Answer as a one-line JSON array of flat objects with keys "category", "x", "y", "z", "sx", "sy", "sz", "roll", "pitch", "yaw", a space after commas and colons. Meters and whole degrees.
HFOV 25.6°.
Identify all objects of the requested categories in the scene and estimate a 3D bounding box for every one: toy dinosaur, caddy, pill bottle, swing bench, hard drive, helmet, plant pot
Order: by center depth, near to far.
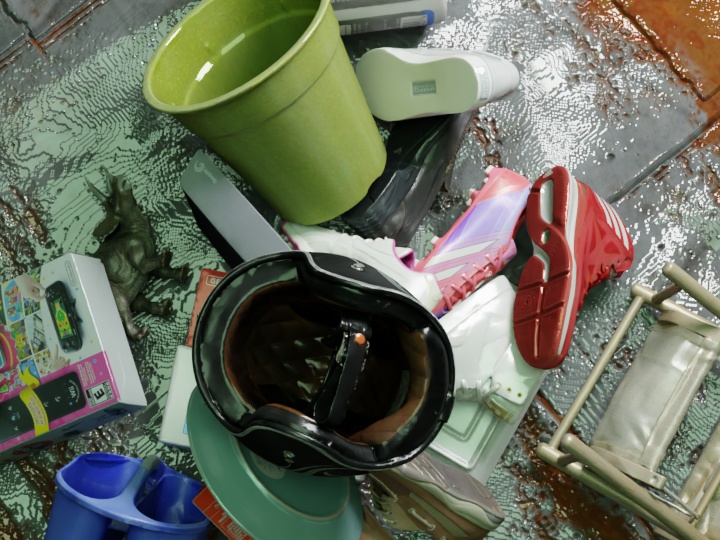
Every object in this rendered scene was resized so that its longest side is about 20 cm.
[{"category": "helmet", "x": -0.035, "y": 0.077, "z": 1.315, "sx": 0.198, "sy": 0.190, "sz": 0.202, "roll": -5, "pitch": 99, "yaw": -34}, {"category": "caddy", "x": -0.203, "y": 0.216, "z": 1.416, "sx": 0.140, "sy": 0.200, "sz": 0.106, "roll": 19, "pitch": 95, "yaw": 2}, {"category": "swing bench", "x": 0.303, "y": 0.136, "z": 1.465, "sx": 0.199, "sy": 0.130, "sz": 0.200, "roll": 33, "pitch": 79, "yaw": 1}, {"category": "plant pot", "x": -0.069, "y": -0.149, "z": 1.477, "sx": 0.200, "sy": 0.200, "sz": 0.190, "roll": -42, "pitch": 125, "yaw": -8}, {"category": "hard drive", "x": -0.093, "y": -0.011, "z": 1.481, "sx": 0.042, "sy": 0.135, "sz": 0.200, "roll": -39, "pitch": 72, "yaw": -10}, {"category": "toy dinosaur", "x": -0.231, "y": 0.011, "z": 1.526, "sx": 0.101, "sy": 0.077, "sz": 0.202, "roll": 19, "pitch": 93, "yaw": 22}, {"category": "pill bottle", "x": -0.019, "y": -0.288, "z": 1.559, "sx": 0.198, "sy": 0.114, "sz": 0.115, "roll": -7, "pitch": 78, "yaw": -2}]

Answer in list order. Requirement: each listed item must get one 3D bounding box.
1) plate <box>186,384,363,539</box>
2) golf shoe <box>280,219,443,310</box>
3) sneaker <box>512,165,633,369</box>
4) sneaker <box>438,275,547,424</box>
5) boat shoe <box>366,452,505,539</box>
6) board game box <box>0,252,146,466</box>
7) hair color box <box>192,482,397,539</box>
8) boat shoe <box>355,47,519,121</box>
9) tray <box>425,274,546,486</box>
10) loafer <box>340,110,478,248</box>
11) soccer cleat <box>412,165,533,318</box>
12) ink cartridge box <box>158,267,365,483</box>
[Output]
[{"category": "plate", "x": -0.067, "y": 0.165, "z": 1.387, "sx": 0.026, "sy": 0.200, "sz": 0.201, "roll": -41, "pitch": 79, "yaw": 27}, {"category": "golf shoe", "x": 0.000, "y": 0.000, "z": 1.495, "sx": 0.091, "sy": 0.076, "sz": 0.200, "roll": -38, "pitch": 50, "yaw": -11}, {"category": "sneaker", "x": 0.211, "y": 0.009, "z": 1.485, "sx": 0.115, "sy": 0.078, "sz": 0.202, "roll": 23, "pitch": 65, "yaw": -30}, {"category": "sneaker", "x": 0.095, "y": 0.104, "z": 1.464, "sx": 0.199, "sy": 0.074, "sz": 0.116, "roll": -36, "pitch": 80, "yaw": -18}, {"category": "boat shoe", "x": 0.045, "y": 0.202, "z": 1.439, "sx": 0.199, "sy": 0.076, "sz": 0.072, "roll": 35, "pitch": 104, "yaw": -28}, {"category": "board game box", "x": -0.316, "y": 0.091, "z": 1.474, "sx": 0.198, "sy": 0.064, "sz": 0.149, "roll": -23, "pitch": 78, "yaw": 15}, {"category": "hair color box", "x": -0.046, "y": 0.235, "z": 1.422, "sx": 0.200, "sy": 0.111, "sz": 0.064, "roll": 46, "pitch": 114, "yaw": -5}, {"category": "boat shoe", "x": 0.072, "y": -0.184, "z": 1.522, "sx": 0.068, "sy": 0.199, "sz": 0.073, "roll": -10, "pitch": 96, "yaw": -35}, {"category": "tray", "x": 0.114, "y": 0.105, "z": 1.522, "sx": 0.107, "sy": 0.022, "sz": 0.201, "roll": 29, "pitch": 79, "yaw": 7}, {"category": "loafer", "x": 0.060, "y": -0.103, "z": 1.553, "sx": 0.200, "sy": 0.073, "sz": 0.072, "roll": -51, "pitch": 121, "yaw": -16}, {"category": "soccer cleat", "x": 0.104, "y": -0.010, "z": 1.524, "sx": 0.076, "sy": 0.067, "sz": 0.201, "roll": 33, "pitch": 76, "yaw": 13}, {"category": "ink cartridge box", "x": -0.078, "y": 0.097, "z": 1.512, "sx": 0.198, "sy": 0.045, "sz": 0.178, "roll": 11, "pitch": 79, "yaw": 2}]
